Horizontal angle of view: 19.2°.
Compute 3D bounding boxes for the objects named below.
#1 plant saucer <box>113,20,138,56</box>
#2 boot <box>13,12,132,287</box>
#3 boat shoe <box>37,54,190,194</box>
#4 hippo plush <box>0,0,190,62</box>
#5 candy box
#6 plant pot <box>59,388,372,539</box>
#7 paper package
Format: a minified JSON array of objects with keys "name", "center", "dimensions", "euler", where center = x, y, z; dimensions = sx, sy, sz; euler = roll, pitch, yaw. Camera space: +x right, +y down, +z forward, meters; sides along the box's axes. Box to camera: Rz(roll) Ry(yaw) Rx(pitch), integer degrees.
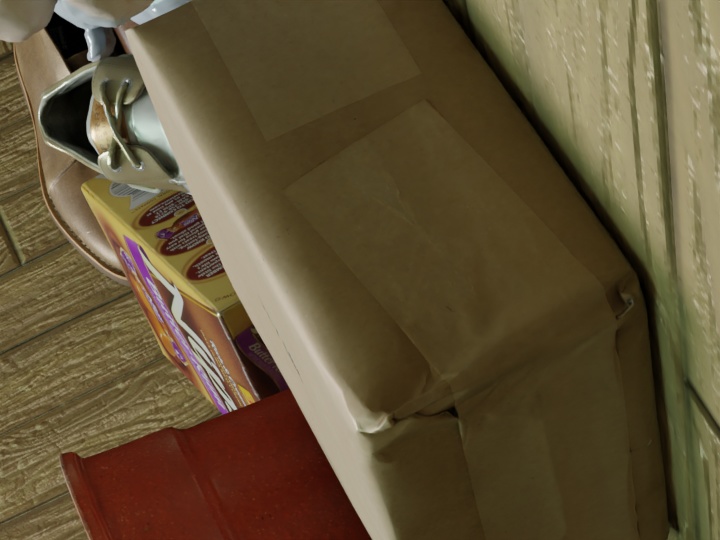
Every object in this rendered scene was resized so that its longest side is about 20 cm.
[{"name":"plant saucer","center":[-0.103,-0.091,1.200],"dimensions":[0.200,0.034,0.200],"euler":[61,173,13]},{"name":"boot","center":[-0.152,-0.082,1.204],"dimensions":[0.075,0.074,0.200],"euler":[98,148,-61]},{"name":"boat shoe","center":[-0.097,-0.068,1.022],"dimensions":[0.200,0.068,0.075],"euler":[4,98,64]},{"name":"hippo plush","center":[-0.135,-0.153,1.017],"dimensions":[0.161,0.200,0.159],"euler":[55,-143,-61]},{"name":"candy box","center":[-0.067,0.020,1.079],"dimensions":[0.200,0.056,0.117],"euler":[35,153,57]},{"name":"plant pot","center":[0.002,0.124,0.912],"dimensions":[0.201,0.195,0.201],"euler":[62,173,13]},{"name":"paper package","center":[0.017,0.009,0.758],"dimensions":[0.200,0.103,0.191],"euler":[58,171,35]}]
